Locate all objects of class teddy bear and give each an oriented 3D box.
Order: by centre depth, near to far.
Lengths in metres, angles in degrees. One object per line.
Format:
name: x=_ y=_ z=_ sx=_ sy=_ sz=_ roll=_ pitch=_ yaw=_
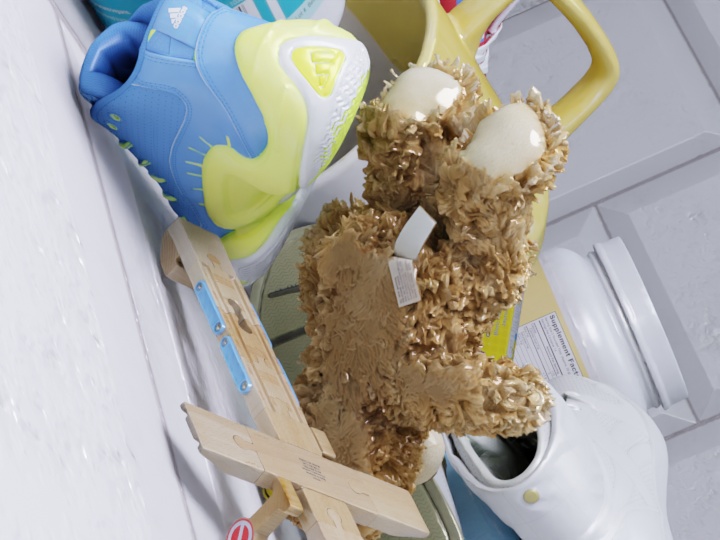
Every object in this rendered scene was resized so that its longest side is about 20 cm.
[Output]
teddy bear: x=0.024 y=0.013 z=0.774 sx=0.067 sy=0.145 sz=0.201 roll=6 pitch=91 yaw=-50

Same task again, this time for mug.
mug: x=0.033 y=-0.053 z=0.979 sx=0.153 sy=0.186 sz=0.150 roll=44 pitch=45 yaw=-35

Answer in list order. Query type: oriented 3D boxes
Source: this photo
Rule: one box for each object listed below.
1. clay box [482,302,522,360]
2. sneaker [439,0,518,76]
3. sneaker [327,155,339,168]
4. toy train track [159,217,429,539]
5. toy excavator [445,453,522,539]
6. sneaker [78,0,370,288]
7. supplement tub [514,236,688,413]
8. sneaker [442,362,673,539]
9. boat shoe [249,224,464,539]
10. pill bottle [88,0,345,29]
clay box: x=0.062 y=0.098 z=1.180 sx=0.115 sy=0.047 sz=0.201 roll=29 pitch=72 yaw=-82
sneaker: x=0.056 y=-0.102 z=1.094 sx=0.112 sy=0.071 sz=0.200 roll=-30 pitch=-98 yaw=55
sneaker: x=-0.020 y=-0.026 z=1.120 sx=0.200 sy=0.079 sz=0.076 roll=56 pitch=15 yaw=-44
toy train track: x=-0.041 y=0.055 z=0.721 sx=0.115 sy=0.033 sz=0.200 roll=27 pitch=24 yaw=-40
toy excavator: x=0.031 y=0.113 z=0.975 sx=0.200 sy=0.100 sz=0.195 roll=56 pitch=7 yaw=-19
sneaker: x=-0.064 y=-0.062 z=0.799 sx=0.076 sy=0.105 sz=0.200 roll=-66 pitch=-175 yaw=-26
supplement tub: x=0.113 y=0.071 z=1.353 sx=0.145 sy=0.200 sz=0.146 roll=-24 pitch=90 yaw=-86
sneaker: x=0.091 y=0.076 z=0.926 sx=0.116 sy=0.074 sz=0.200 roll=50 pitch=11 yaw=-20
boat shoe: x=-0.003 y=0.075 z=0.886 sx=0.068 sy=0.075 sz=0.200 roll=77 pitch=-3 yaw=-61
pill bottle: x=-0.089 y=-0.175 z=0.849 sx=0.111 sy=0.111 sz=0.200 roll=-108 pitch=174 yaw=-49
